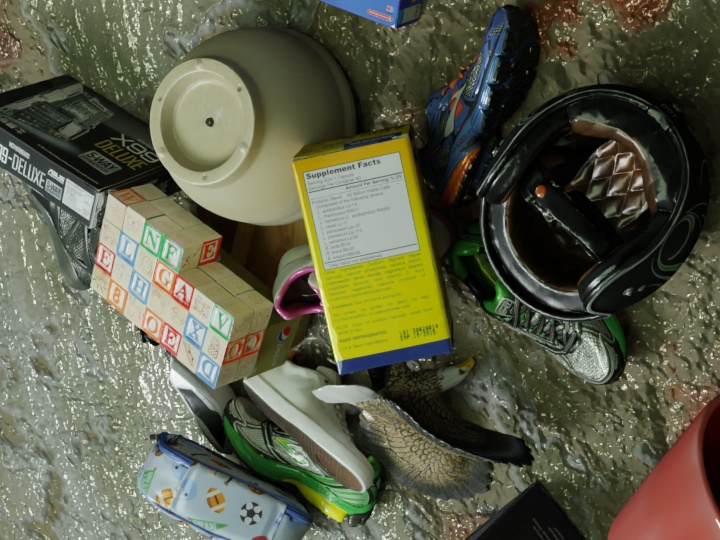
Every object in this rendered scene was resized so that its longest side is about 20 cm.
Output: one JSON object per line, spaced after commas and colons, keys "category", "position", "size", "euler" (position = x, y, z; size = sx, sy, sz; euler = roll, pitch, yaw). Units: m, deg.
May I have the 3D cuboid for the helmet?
{"category": "helmet", "position": [0.195, -0.057, 1.176], "size": [0.198, 0.191, 0.202], "euler": [-1, 82, 9]}

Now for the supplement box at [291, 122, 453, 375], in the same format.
{"category": "supplement box", "position": [0.014, -0.022, 1.279], "size": [0.108, 0.110, 0.202], "euler": [-11, 101, 6]}

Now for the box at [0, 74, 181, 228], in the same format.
{"category": "box", "position": [-0.305, -0.132, 1.509], "size": [0.199, 0.157, 0.050], "euler": [32, 123, 21]}

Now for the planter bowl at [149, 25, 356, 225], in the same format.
{"category": "planter bowl", "position": [-0.122, -0.143, 1.362], "size": [0.198, 0.134, 0.203], "euler": [1, 93, 27]}

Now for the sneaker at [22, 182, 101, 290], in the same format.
{"category": "sneaker", "position": [-0.313, -0.079, 1.589], "size": [0.113, 0.076, 0.201], "euler": [-12, 104, 35]}

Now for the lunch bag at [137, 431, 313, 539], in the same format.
{"category": "lunch bag", "position": [-0.152, 0.244, 1.531], "size": [0.199, 0.160, 0.076], "euler": [29, 87, -6]}

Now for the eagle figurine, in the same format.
{"category": "eagle figurine", "position": [0.064, 0.143, 1.385], "size": [0.150, 0.152, 0.201], "euler": [-33, 83, 18]}

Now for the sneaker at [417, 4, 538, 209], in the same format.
{"category": "sneaker", "position": [0.097, -0.154, 1.280], "size": [0.078, 0.075, 0.201], "euler": [35, 122, 22]}

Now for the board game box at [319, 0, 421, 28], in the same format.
{"category": "board game box", "position": [-0.027, -0.325, 1.314], "size": [0.199, 0.045, 0.136], "euler": [25, 120, 24]}

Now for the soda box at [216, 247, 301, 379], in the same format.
{"category": "soda box", "position": [-0.158, 0.025, 1.481], "size": [0.200, 0.064, 0.068], "euler": [39, 125, 27]}

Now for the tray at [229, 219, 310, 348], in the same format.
{"category": "tray", "position": [-0.083, -0.026, 1.475], "size": [0.098, 0.037, 0.201], "euler": [30, 121, 22]}

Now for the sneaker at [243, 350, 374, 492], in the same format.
{"category": "sneaker", "position": [-0.037, 0.147, 1.459], "size": [0.200, 0.084, 0.073], "euler": [40, 159, 38]}

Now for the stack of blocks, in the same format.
{"category": "stack of blocks", "position": [-0.181, 0.013, 1.415], "size": [0.199, 0.058, 0.116], "euler": [36, 123, 28]}

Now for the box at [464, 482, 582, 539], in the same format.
{"category": "box", "position": [0.155, 0.349, 1.352], "size": [0.197, 0.200, 0.117], "euler": [51, 128, 8]}

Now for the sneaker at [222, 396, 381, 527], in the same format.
{"category": "sneaker", "position": [-0.061, 0.191, 1.528], "size": [0.199, 0.078, 0.086], "euler": [29, 115, 12]}

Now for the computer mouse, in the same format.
{"category": "computer mouse", "position": [-0.184, 0.115, 1.575], "size": [0.044, 0.110, 0.201], "euler": [-30, 102, 11]}

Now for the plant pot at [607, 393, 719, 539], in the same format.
{"category": "plant pot", "position": [0.320, 0.230, 1.214], "size": [0.201, 0.200, 0.178], "euler": [49, 137, 9]}

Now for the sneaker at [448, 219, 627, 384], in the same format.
{"category": "sneaker", "position": [0.159, 0.038, 1.292], "size": [0.200, 0.085, 0.078], "euler": [40, 126, 15]}

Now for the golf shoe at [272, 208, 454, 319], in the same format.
{"category": "golf shoe", "position": [0.000, 0.000, 1.376], "size": [0.199, 0.092, 0.076], "euler": [-22, 108, 24]}
